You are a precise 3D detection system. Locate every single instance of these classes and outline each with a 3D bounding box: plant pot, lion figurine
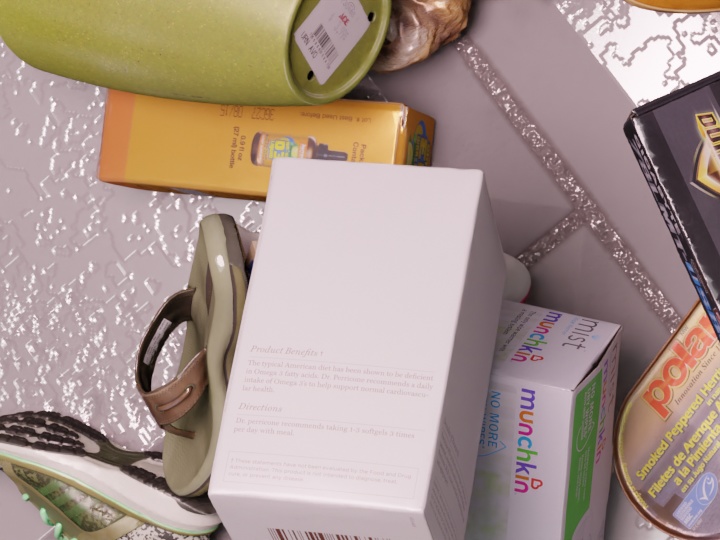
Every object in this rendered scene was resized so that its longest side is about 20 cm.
[{"bbox_3d":[-0.086,-0.171,1.605,0.200,0.187,0.187,26,99,34],"label":"plant pot"},{"bbox_3d":[0.044,-0.217,1.654,0.122,0.072,0.200,-3,74,28],"label":"lion figurine"}]

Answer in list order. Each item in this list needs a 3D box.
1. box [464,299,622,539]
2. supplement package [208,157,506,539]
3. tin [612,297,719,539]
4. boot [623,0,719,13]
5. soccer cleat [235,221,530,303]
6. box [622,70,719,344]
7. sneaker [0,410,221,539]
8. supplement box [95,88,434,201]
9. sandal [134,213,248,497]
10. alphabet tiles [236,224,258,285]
[{"bbox_3d":[0.052,0.118,1.594,0.176,0.097,0.200,13,118,20],"label":"box"},{"bbox_3d":[0.003,0.055,1.447,0.117,0.117,0.200,4,63,14],"label":"supplement package"},{"bbox_3d":[0.229,0.067,1.589,0.112,0.042,0.200,39,106,12],"label":"tin"},{"bbox_3d":[0.232,-0.210,1.471,0.201,0.144,0.071,-12,67,-4],"label":"boot"},{"bbox_3d":[0.000,0.000,1.645,0.200,0.070,0.086,-4,128,21],"label":"soccer cleat"},{"bbox_3d":[0.271,-0.033,1.476,0.198,0.050,0.200,-23,84,-2],"label":"box"},{"bbox_3d":[-0.178,0.150,1.727,0.200,0.077,0.089,18,106,22],"label":"sneaker"},{"bbox_3d":[-0.058,-0.075,1.682,0.200,0.069,0.067,7,87,22],"label":"supplement box"},{"bbox_3d":[-0.105,0.048,1.621,0.080,0.057,0.201,-117,26,-46],"label":"sandal"},{"bbox_3d":[-0.059,0.082,1.600,0.008,0.167,0.200,-7,60,-18],"label":"alphabet tiles"}]
